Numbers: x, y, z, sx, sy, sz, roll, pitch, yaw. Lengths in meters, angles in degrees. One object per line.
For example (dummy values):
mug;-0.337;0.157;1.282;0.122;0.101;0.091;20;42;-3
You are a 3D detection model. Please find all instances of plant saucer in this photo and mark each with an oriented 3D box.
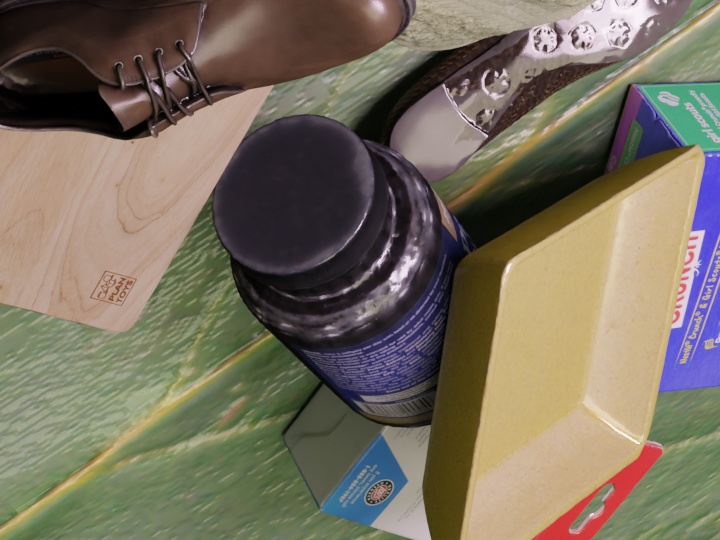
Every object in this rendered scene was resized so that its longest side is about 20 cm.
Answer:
plant saucer;0.098;0.042;1.321;0.200;0.048;0.201;-30;136;-48

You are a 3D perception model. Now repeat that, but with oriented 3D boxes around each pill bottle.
pill bottle;0.000;0.000;1.290;0.112;0.112;0.200;-36;151;3

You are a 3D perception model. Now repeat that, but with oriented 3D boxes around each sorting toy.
sorting toy;-0.159;-0.088;1.186;0.198;0.070;0.200;16;119;-33

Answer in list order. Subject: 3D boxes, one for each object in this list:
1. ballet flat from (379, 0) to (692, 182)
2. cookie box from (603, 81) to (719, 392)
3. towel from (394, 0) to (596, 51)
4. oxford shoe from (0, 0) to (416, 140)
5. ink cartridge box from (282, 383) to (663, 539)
ballet flat;0.093;-0.116;1.327;0.200;0.046;0.067;-38;104;-2
cookie box;0.233;-0.022;1.454;0.199;0.075;0.172;-4;127;-26
towel;0.041;-0.145;1.148;0.148;0.037;0.200;-18;161;32
oxford shoe;-0.072;-0.089;1.064;0.199;0.085;0.073;-10;132;20
ink cartridge box;0.069;0.102;1.475;0.200;0.067;0.116;21;115;-39
